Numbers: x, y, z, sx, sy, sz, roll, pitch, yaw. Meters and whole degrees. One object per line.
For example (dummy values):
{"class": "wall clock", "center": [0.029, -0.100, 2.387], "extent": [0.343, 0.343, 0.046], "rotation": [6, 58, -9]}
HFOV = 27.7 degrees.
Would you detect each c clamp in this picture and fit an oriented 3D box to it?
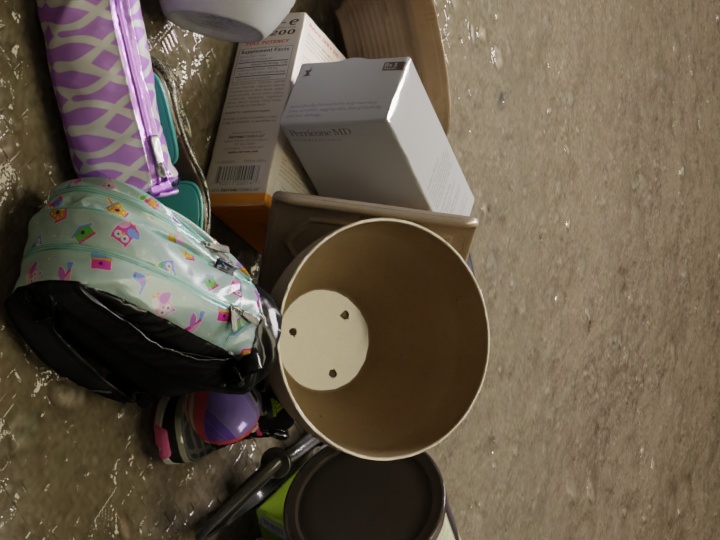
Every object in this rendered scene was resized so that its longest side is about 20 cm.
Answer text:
{"class": "c clamp", "center": [-0.072, 0.173, 1.318], "extent": [0.027, 0.171, 0.200], "rotation": [49, 21, 6]}

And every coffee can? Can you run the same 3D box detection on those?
{"class": "coffee can", "center": [0.024, 0.266, 1.344], "extent": [0.200, 0.146, 0.147], "rotation": [71, 32, -48]}

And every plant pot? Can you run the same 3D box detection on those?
{"class": "plant pot", "center": [-0.007, 0.059, 1.269], "extent": [0.199, 0.134, 0.201], "rotation": [1, 87, -26]}
{"class": "plant pot", "center": [0.026, -0.226, 1.510], "extent": [0.201, 0.092, 0.202], "rotation": [167, -90, -86]}

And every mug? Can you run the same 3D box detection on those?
{"class": "mug", "center": [-0.129, -0.298, 1.239], "extent": [0.199, 0.147, 0.176], "rotation": [14, 84, -30]}

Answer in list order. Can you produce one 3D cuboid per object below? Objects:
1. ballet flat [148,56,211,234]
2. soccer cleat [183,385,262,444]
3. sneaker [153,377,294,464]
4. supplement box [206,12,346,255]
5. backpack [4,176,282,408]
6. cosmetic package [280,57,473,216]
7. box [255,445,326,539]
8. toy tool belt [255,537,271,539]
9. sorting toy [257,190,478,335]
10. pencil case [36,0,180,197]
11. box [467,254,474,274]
{"class": "ballet flat", "center": [-0.160, -0.084, 1.246], "extent": [0.075, 0.068, 0.201], "rotation": [-46, 128, -72]}
{"class": "soccer cleat", "center": [-0.123, 0.069, 1.240], "extent": [0.200, 0.066, 0.077], "rotation": [-100, 177, -57]}
{"class": "sneaker", "center": [-0.106, 0.123, 1.308], "extent": [0.200, 0.087, 0.074], "rotation": [-19, 107, -60]}
{"class": "supplement box", "center": [-0.072, -0.126, 1.387], "extent": [0.126, 0.073, 0.201], "rotation": [42, 53, -54]}
{"class": "backpack", "center": [-0.176, 0.019, 1.134], "extent": [0.200, 0.166, 0.127], "rotation": [35, 50, -41]}
{"class": "cosmetic package", "center": [0.019, -0.099, 1.348], "extent": [0.200, 0.112, 0.081], "rotation": [57, 42, -45]}
{"class": "box", "center": [-0.016, 0.219, 1.438], "extent": [0.200, 0.048, 0.122], "rotation": [-41, 141, -34]}
{"class": "toy tool belt", "center": [-0.084, 0.352, 1.346], "extent": [0.123, 0.125, 0.200], "rotation": [-34, 124, -13]}
{"class": "sorting toy", "center": [0.000, 0.000, 1.347], "extent": [0.200, 0.184, 0.037], "rotation": [104, -9, -49]}
{"class": "pencil case", "center": [-0.198, -0.149, 1.145], "extent": [0.084, 0.085, 0.201], "rotation": [-26, 111, -37]}
{"class": "box", "center": [0.064, -0.007, 1.666], "extent": [0.200, 0.044, 0.161], "rotation": [-48, 130, -51]}
